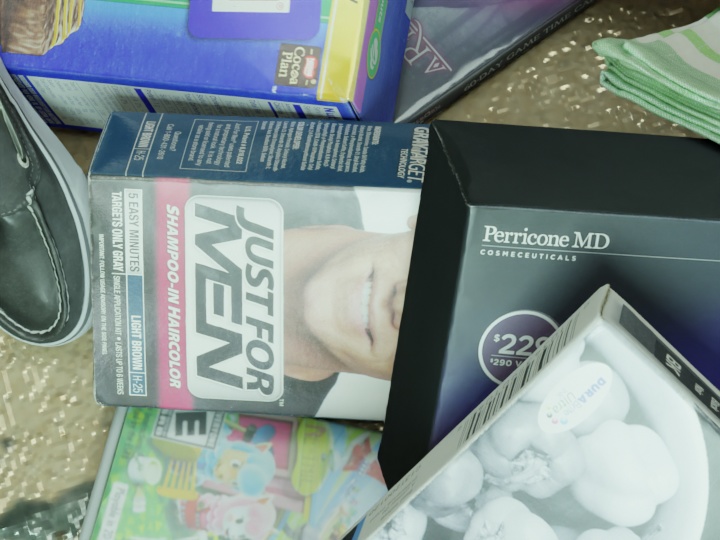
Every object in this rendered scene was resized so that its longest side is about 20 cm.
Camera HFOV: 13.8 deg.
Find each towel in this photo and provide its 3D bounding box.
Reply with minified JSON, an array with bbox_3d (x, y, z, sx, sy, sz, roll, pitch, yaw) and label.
[{"bbox_3d":[0.199,-0.074,1.104,0.152,0.023,0.200,28,32,32],"label":"towel"}]

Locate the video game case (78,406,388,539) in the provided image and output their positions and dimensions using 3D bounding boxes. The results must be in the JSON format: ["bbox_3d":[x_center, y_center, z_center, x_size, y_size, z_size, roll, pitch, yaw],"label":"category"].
[{"bbox_3d":[-0.027,0.152,1.113,0.181,0.022,0.201,12,70,8],"label":"video game case"}]

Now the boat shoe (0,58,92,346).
[{"bbox_3d":[-0.156,-0.052,1.120,0.070,0.201,0.066,-10,23,21],"label":"boat shoe"}]

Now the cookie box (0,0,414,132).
[{"bbox_3d":[-0.078,-0.143,1.182,0.199,0.075,0.172,6,76,13],"label":"cookie box"}]

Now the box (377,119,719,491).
[{"bbox_3d":[0.117,0.030,1.059,0.199,0.142,0.079,3,23,-11],"label":"box"}]

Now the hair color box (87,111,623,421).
[{"bbox_3d":[0.000,0.000,1.123,0.199,0.100,0.061,2,27,4],"label":"hair color box"}]

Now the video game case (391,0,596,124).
[{"bbox_3d":[0.027,-0.145,1.228,0.200,0.019,0.143,-35,71,-11],"label":"video game case"}]

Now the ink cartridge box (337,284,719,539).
[{"bbox_3d":[0.087,0.139,1.011,0.200,0.043,0.198,42,113,-6],"label":"ink cartridge box"}]
